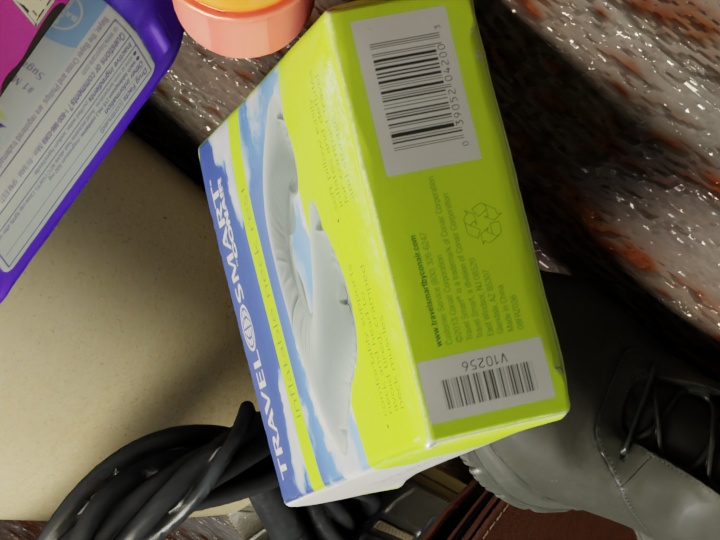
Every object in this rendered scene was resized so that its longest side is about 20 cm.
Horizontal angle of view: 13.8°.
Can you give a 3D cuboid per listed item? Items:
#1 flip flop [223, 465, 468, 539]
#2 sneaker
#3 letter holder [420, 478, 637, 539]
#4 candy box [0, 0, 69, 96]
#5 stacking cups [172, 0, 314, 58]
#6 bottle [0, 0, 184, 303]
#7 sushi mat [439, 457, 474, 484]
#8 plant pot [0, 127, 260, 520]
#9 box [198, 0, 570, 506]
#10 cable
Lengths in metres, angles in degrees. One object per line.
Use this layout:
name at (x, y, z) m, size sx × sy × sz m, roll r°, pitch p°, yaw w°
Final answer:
flip flop at (0.021, 0.109, 1.172) m, size 0.200 × 0.081 × 0.058 m, roll 35°, pitch -163°, yaw -28°
sneaker at (0.108, 0.059, 0.928) m, size 0.091 × 0.076 × 0.200 m, roll -1°, pitch 150°, yaw 47°
letter holder at (0.032, 0.153, 1.050) m, size 0.100 × 0.200 × 0.142 m, roll 5°, pitch 142°, yaw 48°
candy box at (-0.158, -0.074, 0.792) m, size 0.061 × 0.200 × 0.136 m, roll 21°, pitch 159°, yaw 35°
stacking cups at (-0.029, -0.101, 0.725) m, size 0.060 × 0.061 × 0.200 m, roll 30°, pitch 165°, yaw 11°
bottle at (-0.136, -0.022, 0.898) m, size 0.083 × 0.200 × 0.065 m, roll 26°, pitch 161°, yaw 28°
sushi mat at (0.093, 0.105, 1.160) m, size 0.200 × 0.012 × 0.096 m, roll 31°, pitch 163°, yaw 7°
plant pot at (-0.121, 0.016, 1.060) m, size 0.200 × 0.188 × 0.187 m, roll 23°, pitch 170°, yaw -27°
box at (0.000, 0.000, 0.865) m, size 0.200 × 0.048 × 0.122 m, roll 144°, pitch 113°, yaw -73°
cable at (-0.063, 0.113, 1.052) m, size 0.051 × 0.163 × 0.200 m, roll 64°, pitch 145°, yaw 27°
